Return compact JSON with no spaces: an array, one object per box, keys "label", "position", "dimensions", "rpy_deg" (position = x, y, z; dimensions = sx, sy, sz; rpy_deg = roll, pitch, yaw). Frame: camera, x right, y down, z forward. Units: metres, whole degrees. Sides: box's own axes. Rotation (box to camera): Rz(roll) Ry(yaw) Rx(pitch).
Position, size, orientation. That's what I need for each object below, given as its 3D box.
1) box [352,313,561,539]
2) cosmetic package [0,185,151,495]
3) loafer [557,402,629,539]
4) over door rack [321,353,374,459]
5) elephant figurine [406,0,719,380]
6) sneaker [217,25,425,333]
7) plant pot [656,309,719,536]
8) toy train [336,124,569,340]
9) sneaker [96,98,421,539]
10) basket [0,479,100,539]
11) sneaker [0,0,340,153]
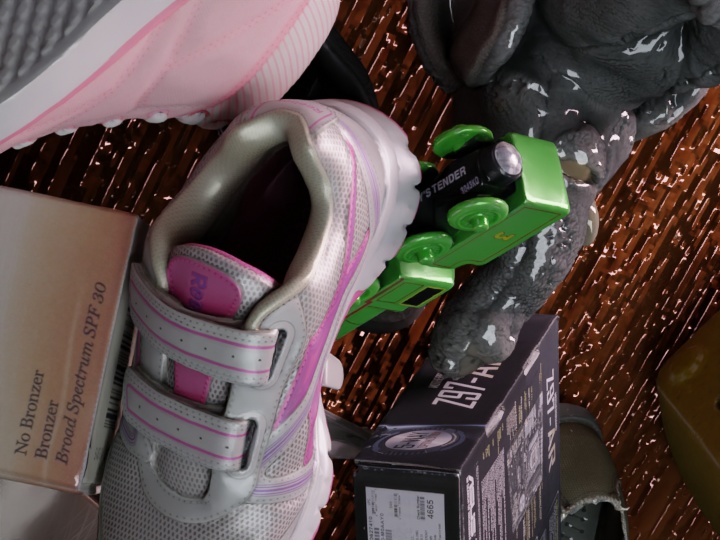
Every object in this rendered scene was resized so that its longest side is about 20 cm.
[{"label":"box","position":[0.044,0.136,1.027],"dimensions":[0.043,0.160,0.201],"rpy_deg":[4,112,17]},{"label":"cosmetic package","position":[-0.180,0.011,0.897],"dimensions":[0.199,0.087,0.104],"rpy_deg":[10,85,2]},{"label":"loafer","position":[0.083,0.160,1.149],"dimensions":[0.075,0.070,0.201],"rpy_deg":[-8,120,-16]},{"label":"over door rack","position":[-0.031,0.119,0.984],"dimensions":[0.066,0.200,0.148],"rpy_deg":[-1,77,6]},{"label":"elephant figurine","position":[0.082,-0.083,0.989],"dimensions":[0.142,0.155,0.200],"rpy_deg":[49,125,0]},{"label":"sneaker","position":[-0.018,-0.041,0.988],"dimensions":[0.066,0.091,0.200],"rpy_deg":[-28,123,-3]},{"label":"plant pot","position":[0.244,0.088,1.104],"dimensions":[0.194,0.196,0.200],"rpy_deg":[-45,116,7]},{"label":"toy train","position":[0.000,0.000,0.962],"dimensions":[0.056,0.042,0.200],"rpy_deg":[9,151,-40]},{"label":"sneaker","position":[-0.048,0.026,0.864],"dimensions":[0.088,0.081,0.201],"rpy_deg":[33,72,-67]},{"label":"basket","position":[-0.199,0.126,0.990],"dimensions":[0.200,0.136,0.180],"rpy_deg":[-44,92,-1]},{"label":"sneaker","position":[-0.092,-0.070,0.870],"dimensions":[0.200,0.075,0.105],"rpy_deg":[-33,146,-3]}]
